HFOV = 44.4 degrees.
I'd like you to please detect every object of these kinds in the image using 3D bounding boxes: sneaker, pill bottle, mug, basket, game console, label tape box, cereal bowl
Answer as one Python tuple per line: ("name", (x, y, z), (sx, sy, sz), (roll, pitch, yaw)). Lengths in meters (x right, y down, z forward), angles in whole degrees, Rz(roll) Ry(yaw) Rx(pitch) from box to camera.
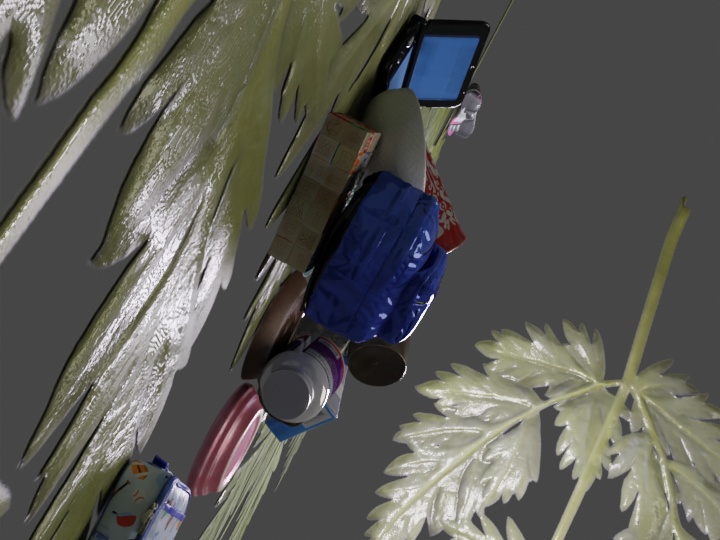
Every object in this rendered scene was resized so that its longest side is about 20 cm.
("sneaker", (0.343, -0.510, 2.818), (0.201, 0.079, 0.087), (119, -8, -47))
("pill bottle", (-0.095, 0.175, 1.417), (0.114, 0.111, 0.200), (-64, 174, 11))
("mug", (0.076, -0.126, 1.487), (0.132, 0.203, 0.177), (-24, -167, -9))
("basket", (0.038, 0.110, 1.704), (0.202, 0.134, 0.182), (-82, 160, -49))
("game console", (0.101, -0.291, 1.391), (0.177, 0.115, 0.201), (-60, 173, -30))
("label tape box", (-0.106, 0.240, 1.805), (0.142, 0.066, 0.201), (-27, -153, 23))
("cereal bowl", (0.034, -0.164, 1.294), (0.200, 0.082, 0.204), (178, -90, -81))

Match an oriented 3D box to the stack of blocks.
("stack of blocks", (-0.047, -0.105, 1.181), (0.202, 0.058, 0.115), (-65, 174, 11))

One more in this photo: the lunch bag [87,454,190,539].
("lunch bag", (-0.260, 0.305, 1.040), (0.200, 0.075, 0.162), (105, 11, -69))

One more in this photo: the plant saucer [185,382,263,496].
("plant saucer", (-0.217, 0.285, 1.456), (0.203, 0.050, 0.201), (-62, 174, -10))

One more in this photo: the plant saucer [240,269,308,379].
("plant saucer", (-0.133, 0.095, 1.444), (0.202, 0.034, 0.200), (-62, 175, -9))

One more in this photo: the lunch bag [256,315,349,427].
("lunch bag", (-0.109, 0.194, 1.653), (0.165, 0.117, 0.201), (-51, 171, -22))

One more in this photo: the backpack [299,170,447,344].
("backpack", (0.035, -0.022, 1.188), (0.163, 0.166, 0.202), (-67, -179, -60))

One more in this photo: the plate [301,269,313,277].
("plate", (-0.053, -0.085, 1.394), (0.202, 0.025, 0.200), (-63, 175, -9))
